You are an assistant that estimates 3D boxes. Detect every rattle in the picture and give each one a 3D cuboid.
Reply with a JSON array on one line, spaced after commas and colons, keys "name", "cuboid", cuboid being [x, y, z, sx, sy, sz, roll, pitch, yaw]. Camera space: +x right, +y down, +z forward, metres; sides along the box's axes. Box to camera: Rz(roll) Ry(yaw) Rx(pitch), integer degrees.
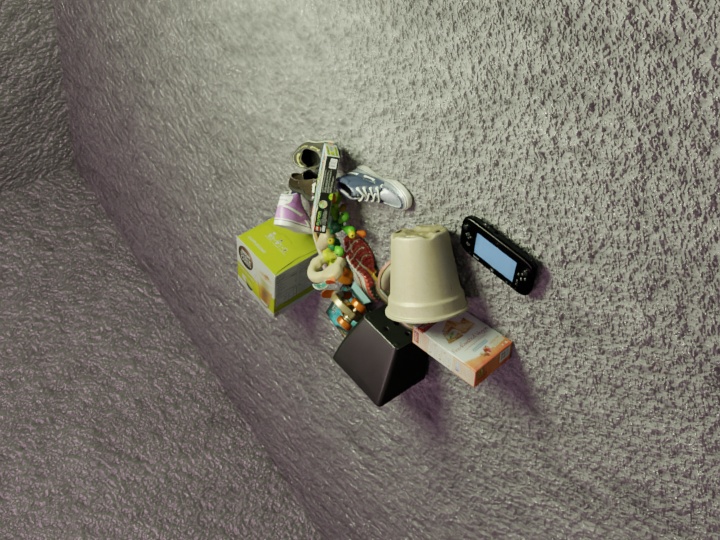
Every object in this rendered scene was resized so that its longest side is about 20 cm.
[{"name": "rattle", "cuboid": [-0.072, 0.034, 1.801, 0.201, 0.128, 0.145, -118, 12, -60]}]

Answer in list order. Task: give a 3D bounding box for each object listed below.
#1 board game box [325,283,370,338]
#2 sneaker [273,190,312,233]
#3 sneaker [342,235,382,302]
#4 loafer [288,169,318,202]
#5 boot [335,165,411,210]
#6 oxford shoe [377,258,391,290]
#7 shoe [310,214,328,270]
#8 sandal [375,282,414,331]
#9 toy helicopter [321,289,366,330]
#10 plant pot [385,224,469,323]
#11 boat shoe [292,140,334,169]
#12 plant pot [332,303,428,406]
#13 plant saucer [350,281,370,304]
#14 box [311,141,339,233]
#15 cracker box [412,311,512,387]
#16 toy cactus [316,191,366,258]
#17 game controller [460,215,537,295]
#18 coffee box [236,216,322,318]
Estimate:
[{"name": "board game box", "cuboid": [-0.035, 0.134, 2.002, 0.136, 0.028, 0.201, 53, 149, 14]}, {"name": "sneaker", "cuboid": [-0.173, -0.168, 1.876, 0.071, 0.200, 0.117, 5, 84, 22]}, {"name": "sneaker", "cuboid": [0.000, 0.000, 1.791, 0.082, 0.077, 0.203, -13, 104, 59]}, {"name": "loafer", "cuboid": [-0.140, -0.243, 1.798, 0.200, 0.072, 0.073, 37, 123, 55]}, {"name": "boot", "cuboid": [0.029, -0.186, 1.581, 0.199, 0.090, 0.074, 32, 140, 39]}, {"name": "oxford shoe", "cuboid": [0.100, -0.002, 1.640, 0.074, 0.070, 0.201, 45, 142, 15]}, {"name": "shoe", "cuboid": [-0.110, -0.080, 1.894, 0.053, 0.070, 0.203, 8, 124, 43]}, {"name": "sandal", "cuboid": [0.117, 0.087, 1.712, 0.201, 0.081, 0.055, 52, 127, 27]}, {"name": "toy helicopter", "cuboid": [-0.031, 0.103, 1.815, 0.132, 0.079, 0.200, 42, -176, 22]}, {"name": "plant pot", "cuboid": [0.145, -0.001, 1.493, 0.199, 0.198, 0.187, 12, 113, 51]}, {"name": "boat shoe", "cuboid": [-0.136, -0.308, 1.754, 0.200, 0.060, 0.073, 2, 116, 55]}, {"name": "plant pot", "cuboid": [0.074, 0.204, 1.755, 0.200, 0.198, 0.179, 43, 135, 26]}, {"name": "plant saucer", "cuboid": [-0.004, 0.070, 1.819, 0.070, 0.019, 0.200, 51, 176, 3]}, {"name": "box", "cuboid": [-0.090, -0.208, 1.644, 0.111, 0.034, 0.203, -104, 23, -62]}, {"name": "cracker box", "cuboid": [0.235, 0.166, 1.524, 0.199, 0.133, 0.059, 33, 141, 37]}, {"name": "toy cactus", "cuboid": [-0.064, -0.110, 1.741, 0.165, 0.101, 0.203, -45, 50, 49]}, {"name": "game controller", "cuboid": [0.287, -0.032, 1.373, 0.200, 0.042, 0.105, 42, 145, 29]}, {"name": "coffee box", "cuboid": [-0.249, -0.021, 2.023, 0.199, 0.198, 0.200, 42, 145, 26]}]
